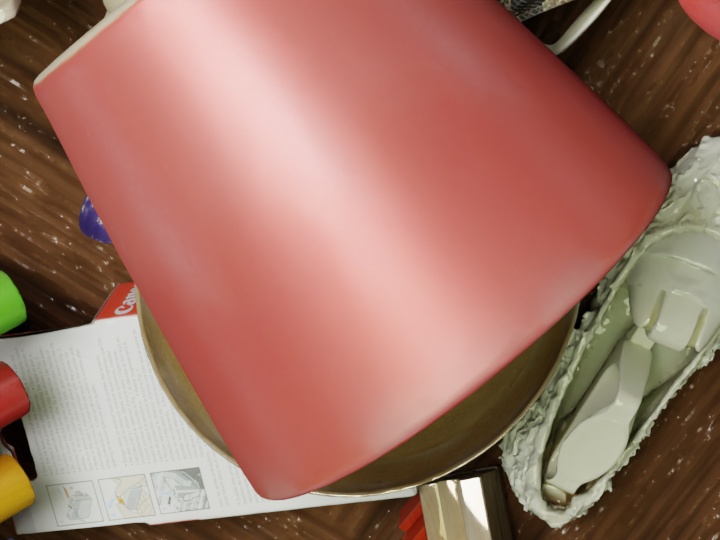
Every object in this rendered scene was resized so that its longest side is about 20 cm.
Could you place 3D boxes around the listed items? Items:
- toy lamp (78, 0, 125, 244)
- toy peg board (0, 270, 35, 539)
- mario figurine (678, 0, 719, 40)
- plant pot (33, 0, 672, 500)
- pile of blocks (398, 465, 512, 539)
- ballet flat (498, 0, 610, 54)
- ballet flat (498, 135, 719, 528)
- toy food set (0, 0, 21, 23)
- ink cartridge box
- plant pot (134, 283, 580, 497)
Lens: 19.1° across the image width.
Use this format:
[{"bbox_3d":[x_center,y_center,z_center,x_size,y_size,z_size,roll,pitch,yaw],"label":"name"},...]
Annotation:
[{"bbox_3d":[-0.096,-0.111,0.882,0.058,0.058,0.201,1,114,8],"label":"toy lamp"},{"bbox_3d":[-0.211,0.065,0.969,0.098,0.200,0.200,-30,125,-25],"label":"toy peg board"},{"bbox_3d":[0.145,-0.185,0.865,0.106,0.123,0.201,-25,101,-21],"label":"mario figurine"},{"bbox_3d":[-0.013,-0.044,0.801,0.200,0.200,0.178,-35,98,20],"label":"plant pot"},{"bbox_3d":[0.051,0.185,1.019,0.062,0.082,0.201,-11,111,13],"label":"pile of blocks"},{"bbox_3d":[0.047,-0.108,0.882,0.075,0.068,0.200,37,144,-28],"label":"ballet flat"},{"bbox_3d":[0.128,0.036,0.955,0.072,0.072,0.200,28,113,-3],"label":"ballet flat"},{"bbox_3d":[-0.227,-0.169,0.796,0.143,0.060,0.201,-15,110,14],"label":"toy food set"},{"bbox_3d":[-0.076,0.059,1.004,0.199,0.050,0.109,-7,111,13],"label":"ink cartridge box"},{"bbox_3d":[0.000,0.000,0.932,0.199,0.027,0.201,-3,77,12],"label":"plant pot"}]
